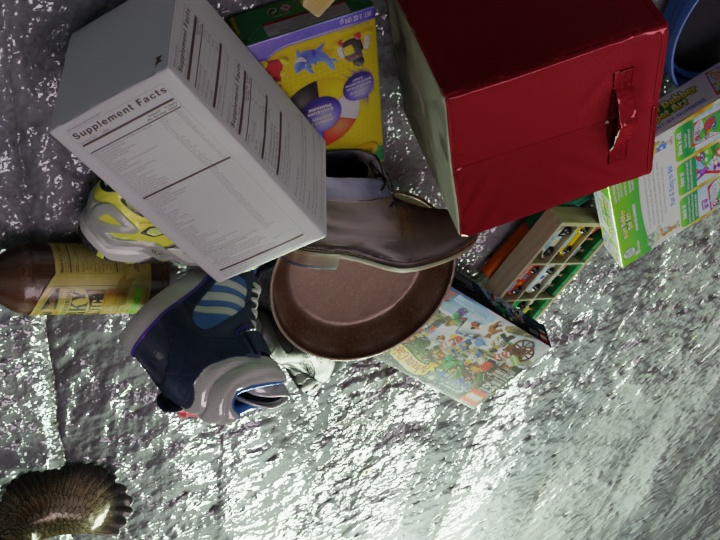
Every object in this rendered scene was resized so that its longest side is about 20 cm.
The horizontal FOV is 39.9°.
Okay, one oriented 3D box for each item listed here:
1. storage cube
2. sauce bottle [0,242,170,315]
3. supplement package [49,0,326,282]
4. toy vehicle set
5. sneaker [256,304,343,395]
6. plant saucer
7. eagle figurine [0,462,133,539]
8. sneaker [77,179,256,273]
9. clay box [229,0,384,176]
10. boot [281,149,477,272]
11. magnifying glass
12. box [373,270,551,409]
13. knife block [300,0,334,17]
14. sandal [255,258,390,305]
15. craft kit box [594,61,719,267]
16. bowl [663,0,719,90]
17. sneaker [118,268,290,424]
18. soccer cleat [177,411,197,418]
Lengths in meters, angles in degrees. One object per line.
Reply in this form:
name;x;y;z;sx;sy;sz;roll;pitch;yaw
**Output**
storage cube;0.132;-0.169;0.835;0.177;0.202;0.172;-19;143;-3
sauce bottle;-0.270;0.008;0.875;0.198;0.065;0.065;0;135;-32
supplement package;-0.122;-0.103;0.761;0.113;0.111;0.200;-21;137;21
toy vehicle set;0.213;0.004;1.199;0.123;0.027;0.201;-3;139;-43
sneaker;-0.071;0.069;1.078;0.082;0.074;0.200;-37;153;5
plant saucer;0.000;0.000;1.002;0.197;0.037;0.203;-11;126;-15
eagle figurine;-0.356;0.300;1.093;0.197;0.154;0.151;-8;178;-2
sneaker;-0.146;-0.047;0.885;0.198;0.076;0.077;-1;135;-35
clay box;-0.040;-0.143;0.866;0.114;0.048;0.201;-20;141;-11
boot;0.024;-0.056;0.900;0.197;0.075;0.098;-4;134;-18
magnifying glass;0.213;-0.064;1.145;0.079;0.023;0.200;13;128;-47
box;0.110;0.078;1.170;0.199;0.038;0.137;29;122;-30
knife block;0.028;-0.299;0.719;0.173;0.064;0.202;-14;140;-18
sandal;-0.020;-0.019;1.035;0.197;0.043;0.077;-11;130;-16
craft kit box;0.351;-0.117;1.094;0.196;0.049;0.201;-33;143;-2
bowl;0.395;-0.268;1.018;0.198;0.040;0.202;-18;142;-15
sneaker;-0.113;0.065;0.912;0.081;0.146;0.200;-53;173;34
soccer cleat;-0.162;0.097;1.055;0.066;0.077;0.201;2;150;-15
